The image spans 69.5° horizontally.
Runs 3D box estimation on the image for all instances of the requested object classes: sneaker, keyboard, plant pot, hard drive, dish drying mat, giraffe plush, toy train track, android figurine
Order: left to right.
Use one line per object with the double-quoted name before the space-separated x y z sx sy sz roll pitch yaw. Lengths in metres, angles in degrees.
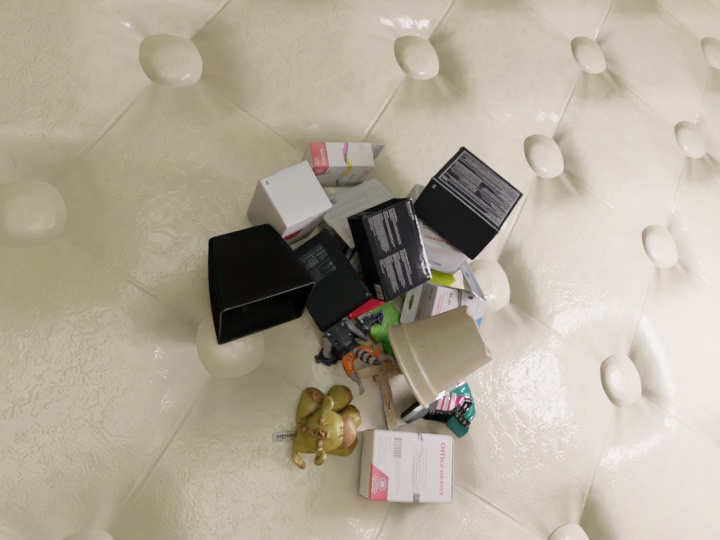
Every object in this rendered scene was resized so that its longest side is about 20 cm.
"plant pot" -0.235 0.018 1.113 0.198 0.200 0.178 -18 71 -24
"hard drive" -0.081 0.020 1.186 0.139 0.033 0.201 -35 67 0
"giraffe plush" -0.073 0.329 1.093 0.199 0.162 0.174 -18 82 -25
"sneaker" 0.000 0.000 1.263 0.115 0.076 0.202 28 65 -9
"dish drying mat" 0.034 0.048 1.240 0.199 0.018 0.077 -24 72 -34
"toy train track" 0.055 0.274 1.229 0.114 0.033 0.202 -10 87 -12
"android figurine" 0.168 0.014 1.343 0.199 0.041 0.183 -35 89 -27
"plant pot" 0.183 0.174 1.148 0.182 0.200 0.202 -26 84 9
"sneaker" 0.199 0.349 1.239 0.199 0.084 0.121 -22 74 -26
"keyboard" 0.275 0.016 1.321 0.056 0.011 0.200 32 22 -20

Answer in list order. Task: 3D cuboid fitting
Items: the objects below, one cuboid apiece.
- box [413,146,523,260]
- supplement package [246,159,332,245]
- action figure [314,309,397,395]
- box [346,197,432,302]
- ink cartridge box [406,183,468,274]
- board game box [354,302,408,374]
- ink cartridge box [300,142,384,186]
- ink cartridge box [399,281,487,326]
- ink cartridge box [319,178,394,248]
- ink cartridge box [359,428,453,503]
"box" 0.260 -0.167 1.269 0.200 0.123 0.198 40 46 5
"supplement package" -0.166 -0.136 1.170 0.121 0.200 0.120 -29 86 -24
"action figure" -0.005 0.155 1.178 0.200 0.105 0.193 -42 63 -17
"box" 0.069 -0.049 1.189 0.140 0.079 0.202 -24 107 -25
"ink cartridge box" 0.191 -0.107 1.330 0.145 0.084 0.201 14 51 -17
"board game box" 0.083 0.162 1.275 0.095 0.030 0.200 -41 89 -24
"ink cartridge box" -0.041 -0.263 1.299 0.198 0.116 0.068 -5 76 -21
"ink cartridge box" 0.206 0.097 1.281 0.199 0.067 0.117 11 96 -27
"ink cartridge box" 0.005 -0.134 1.280 0.199 0.044 0.174 -26 58 -25
"ink cartridge box" 0.105 0.441 1.173 0.198 0.085 0.147 10 72 -16
